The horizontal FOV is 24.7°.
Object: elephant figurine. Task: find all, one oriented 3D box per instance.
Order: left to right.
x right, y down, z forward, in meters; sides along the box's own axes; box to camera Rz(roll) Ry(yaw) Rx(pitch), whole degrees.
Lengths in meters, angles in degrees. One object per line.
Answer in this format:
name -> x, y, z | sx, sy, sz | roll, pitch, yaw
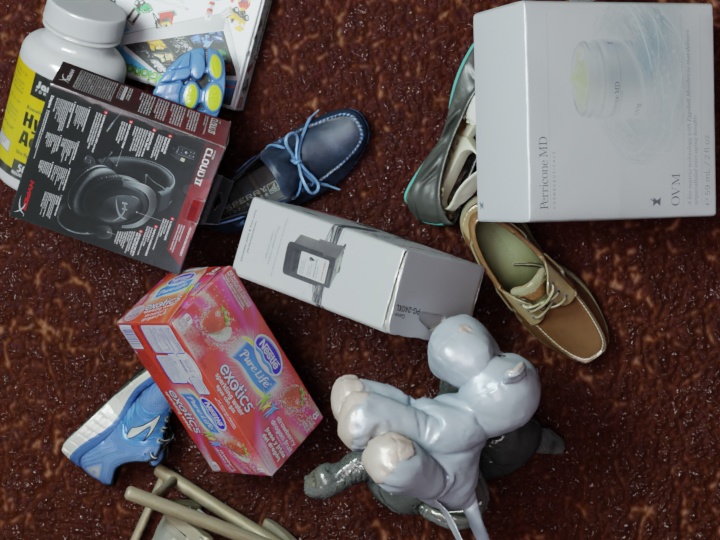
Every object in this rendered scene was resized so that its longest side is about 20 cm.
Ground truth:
elephant figurine -> 0.073, 0.194, 1.645 | 0.155, 0.141, 0.200 | 41, 95, 23

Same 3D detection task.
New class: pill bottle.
pill bottle -> -0.304, -0.181, 1.696 | 0.111, 0.111, 0.201 | 24, 115, 11

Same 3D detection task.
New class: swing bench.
swing bench -> -0.177, 0.341, 1.713 | 0.199, 0.130, 0.200 | 26, 98, 5

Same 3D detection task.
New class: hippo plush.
hippo plush -> 0.084, 0.130, 1.492 | 0.161, 0.159, 0.200 | -46, 71, 9

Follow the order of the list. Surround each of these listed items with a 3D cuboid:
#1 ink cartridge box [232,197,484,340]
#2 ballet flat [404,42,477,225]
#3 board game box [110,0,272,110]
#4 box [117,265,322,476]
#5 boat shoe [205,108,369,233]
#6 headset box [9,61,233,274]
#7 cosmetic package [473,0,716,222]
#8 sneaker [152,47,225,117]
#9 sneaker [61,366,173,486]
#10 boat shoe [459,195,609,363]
ink cartridge box -> 0.000, 0.000, 1.608 | 0.199, 0.145, 0.084 | 19, 95, 36
ballet flat -> 0.113, -0.133, 1.648 | 0.068, 0.068, 0.201 | 35, 109, 39
board game box -> -0.202, -0.256, 1.732 | 0.199, 0.035, 0.127 | 18, 99, 12
box -> -0.139, 0.101, 1.650 | 0.099, 0.095, 0.200 | -2, 125, 49
boat shoe -> -0.076, -0.093, 1.694 | 0.200, 0.069, 0.084 | -39, 84, 12
headset box -> -0.227, -0.098, 1.632 | 0.199, 0.077, 0.149 | 18, 114, -9
cosmetic package -> 0.220, -0.147, 1.553 | 0.199, 0.123, 0.201 | -3, 93, -18
sneaker -> -0.189, -0.139, 1.701 | 0.070, 0.083, 0.200 | 13, 113, -9
sneaker -> -0.221, 0.153, 1.746 | 0.200, 0.079, 0.089 | -42, 94, 18
boat shoe -> 0.167, 0.015, 1.627 | 0.076, 0.074, 0.200 | -41, 98, 14
